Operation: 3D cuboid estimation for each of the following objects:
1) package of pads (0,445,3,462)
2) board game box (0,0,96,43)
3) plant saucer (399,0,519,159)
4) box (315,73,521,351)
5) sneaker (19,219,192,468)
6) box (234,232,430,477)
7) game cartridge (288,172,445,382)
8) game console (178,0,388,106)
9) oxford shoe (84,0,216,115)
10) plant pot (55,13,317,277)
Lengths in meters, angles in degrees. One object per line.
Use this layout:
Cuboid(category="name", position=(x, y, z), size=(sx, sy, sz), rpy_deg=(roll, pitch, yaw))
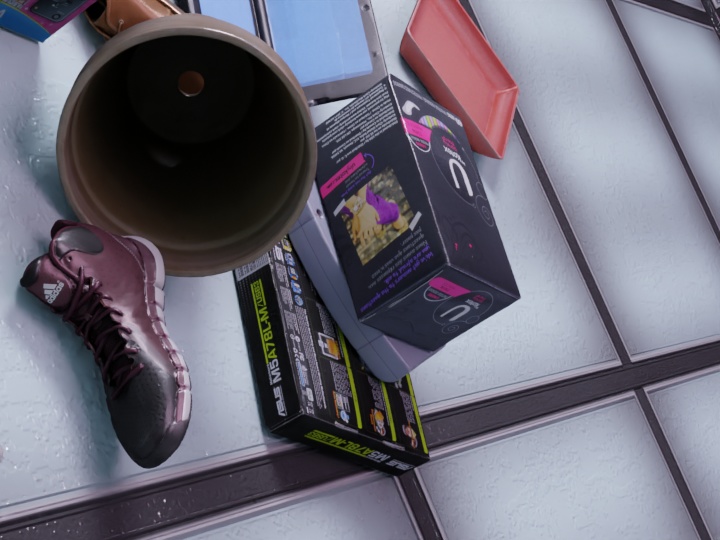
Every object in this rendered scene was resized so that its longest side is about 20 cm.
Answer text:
Cuboid(category="package of pads", position=(-0.284, 0.126, 0.792), size=(0.069, 0.153, 0.200), rpy_deg=(62, 26, -11))
Cuboid(category="board game box", position=(-0.228, -0.266, 1.212), size=(0.147, 0.199, 0.065), rpy_deg=(16, 50, -53))
Cuboid(category="plant saucer", position=(0.118, -0.250, 1.985), size=(0.200, 0.036, 0.201), rpy_deg=(52, 29, -20))
Cuboid(category="box", position=(0.045, -0.050, 1.425), size=(0.122, 0.106, 0.202), rpy_deg=(22, 44, -50))
Cuboid(category="sneaker", position=(-0.191, 0.044, 1.143), size=(0.115, 0.076, 0.201), rpy_deg=(27, 32, -41))
Cuboid(category="box", position=(-0.027, 0.067, 1.426), size=(0.193, 0.047, 0.202), rpy_deg=(28, 41, -51))
Cuboid(category="game cartridge", position=(0.000, 0.000, 1.451), size=(0.201, 0.041, 0.133), rpy_deg=(60, 21, 2))
Cuboid(category="game console", position=(-0.082, -0.261, 1.557), size=(0.175, 0.116, 0.202), rpy_deg=(28, 42, -48))
Cuboid(category="oxford shoe", position=(-0.191, -0.203, 1.378), size=(0.201, 0.071, 0.071), rpy_deg=(51, 39, -2))
Cuboid(category="plant pot", position=(-0.137, -0.123, 1.283), size=(0.200, 0.199, 0.174), rpy_deg=(48, 14, -24))
